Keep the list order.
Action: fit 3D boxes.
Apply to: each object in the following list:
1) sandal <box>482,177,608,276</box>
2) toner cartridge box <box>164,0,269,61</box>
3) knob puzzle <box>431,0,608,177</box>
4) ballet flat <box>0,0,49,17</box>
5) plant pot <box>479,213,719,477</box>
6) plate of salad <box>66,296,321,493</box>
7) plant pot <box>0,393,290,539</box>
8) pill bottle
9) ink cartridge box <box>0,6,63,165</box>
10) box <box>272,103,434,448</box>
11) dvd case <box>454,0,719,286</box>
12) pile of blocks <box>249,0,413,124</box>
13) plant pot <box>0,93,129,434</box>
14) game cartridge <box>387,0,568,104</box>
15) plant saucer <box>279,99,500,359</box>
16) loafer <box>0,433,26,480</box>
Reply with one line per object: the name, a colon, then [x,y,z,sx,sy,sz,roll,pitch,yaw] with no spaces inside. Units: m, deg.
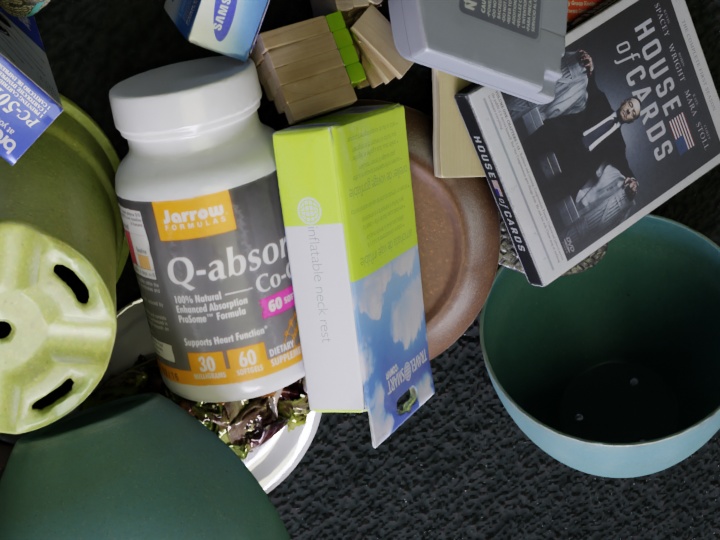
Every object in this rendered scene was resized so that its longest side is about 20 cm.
sandal: [0.085,-0.040,1.016,0.197,0.045,0.076,5,96,-1]
toner cartridge box: [-0.065,-0.241,0.852,0.043,0.095,0.202,15,107,-22]
knob puzzle: [0.123,-0.170,0.974,0.217,0.030,0.223,-6,101,-29]
ballet flat: [-0.231,-0.236,0.798,0.067,0.075,0.202,-22,82,-33]
plant pot: [0.195,0.076,1.040,0.198,0.201,0.135,-25,143,-6]
plate of salad: [-0.119,0.104,1.012,0.197,0.048,0.203,-7,114,-15]
plant pot: [-0.149,0.156,0.857,0.198,0.200,0.137,-17,94,-10]
pill bottle: [-0.093,-0.027,0.885,0.115,0.116,0.203,-15,111,-11]
ink cartridge box: [-0.226,-0.136,0.783,0.044,0.200,0.094,-45,119,5]
box: [0.000,0.000,0.894,0.047,0.122,0.203,-2,102,24]
dvd case: [0.172,-0.104,0.979,0.199,0.025,0.152,-33,110,-20]
pile of blocks: [0.006,-0.167,0.903,0.082,0.062,0.200,45,72,-9]
plant pot: [-0.226,0.001,0.853,0.198,0.184,0.203,-7,114,-16]
game cartridge: [0.078,-0.220,0.883,0.132,0.041,0.203,12,77,-28]
plant saucer: [0.004,-0.017,0.972,0.197,0.037,0.203,-1,102,-4]
loafer: [-0.214,0.168,0.981,0.198,0.063,0.072,24,133,-16]
